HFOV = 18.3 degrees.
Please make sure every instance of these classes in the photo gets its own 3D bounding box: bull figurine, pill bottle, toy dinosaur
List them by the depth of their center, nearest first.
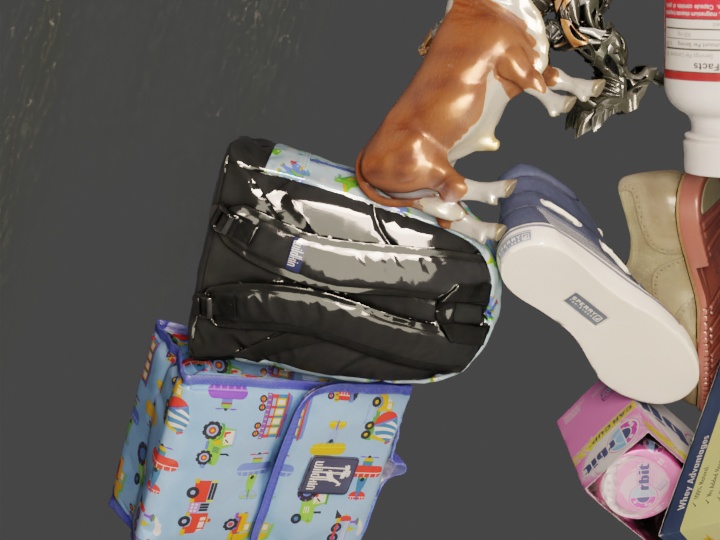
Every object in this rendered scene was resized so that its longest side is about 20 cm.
[{"bbox_3d":[0.252,-0.163,1.452,0.112,0.112,0.200,-2,100,-5],"label":"pill bottle"},{"bbox_3d":[0.079,-0.118,1.462,0.121,0.065,0.200,36,101,18],"label":"bull figurine"},{"bbox_3d":[0.144,-0.166,1.514,0.200,0.102,0.136,-23,96,26],"label":"toy dinosaur"}]

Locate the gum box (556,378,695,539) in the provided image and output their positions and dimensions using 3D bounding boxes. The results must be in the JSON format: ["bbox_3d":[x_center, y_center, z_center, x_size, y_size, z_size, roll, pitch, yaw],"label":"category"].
[{"bbox_3d":[0.243,0.172,1.642,0.200,0.114,0.066,40,103,-19],"label":"gum box"}]

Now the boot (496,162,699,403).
[{"bbox_3d":[0.168,0.007,1.570,0.073,0.090,0.200,-29,127,26],"label":"boot"}]

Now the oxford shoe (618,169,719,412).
[{"bbox_3d":[0.228,0.012,1.615,0.075,0.070,0.200,6,121,27],"label":"oxford shoe"}]

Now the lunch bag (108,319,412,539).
[{"bbox_3d":[-0.063,0.132,1.619,0.200,0.094,0.151,8,111,-23],"label":"lunch bag"}]

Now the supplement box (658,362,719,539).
[{"bbox_3d":[0.342,0.121,1.522,0.134,0.200,0.200,40,146,-21],"label":"supplement box"}]

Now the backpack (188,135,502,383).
[{"bbox_3d":[0.000,0.000,1.543,0.200,0.154,0.163,13,106,11],"label":"backpack"}]
